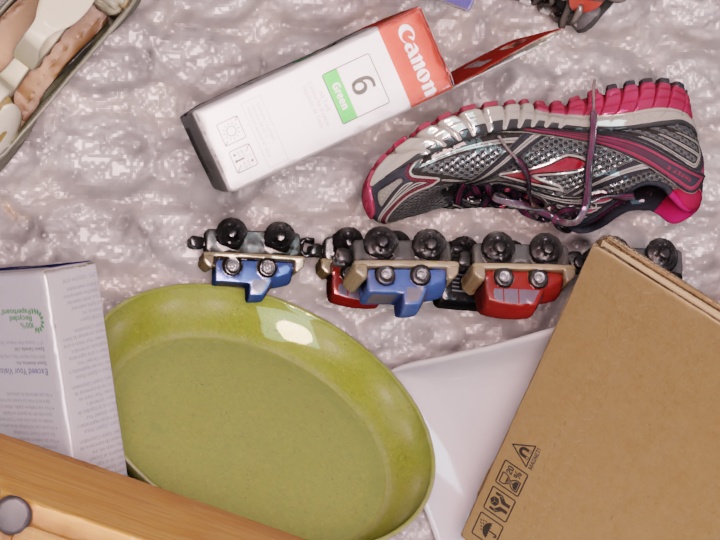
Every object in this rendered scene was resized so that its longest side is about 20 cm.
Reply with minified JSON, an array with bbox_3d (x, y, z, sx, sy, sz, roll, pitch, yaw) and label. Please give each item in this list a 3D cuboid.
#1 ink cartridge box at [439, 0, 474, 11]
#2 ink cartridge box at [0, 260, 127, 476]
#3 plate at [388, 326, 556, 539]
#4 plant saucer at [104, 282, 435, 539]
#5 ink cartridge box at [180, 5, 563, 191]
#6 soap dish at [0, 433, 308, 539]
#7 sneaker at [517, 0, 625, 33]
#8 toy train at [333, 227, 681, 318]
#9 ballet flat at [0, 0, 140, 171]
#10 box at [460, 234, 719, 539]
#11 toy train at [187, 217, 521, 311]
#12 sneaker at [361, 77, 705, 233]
[{"bbox_3d":[0.003,-0.266,1.031,0.198,0.047,0.199,22,89,19],"label":"ink cartridge box"},{"bbox_3d":[-0.195,0.099,0.995,0.040,0.198,0.202,-10,96,-45],"label":"ink cartridge box"},{"bbox_3d":[0.125,0.126,1.071,0.198,0.032,0.202,-17,97,35],"label":"plate"},{"bbox_3d":[-0.056,0.084,1.024,0.198,0.201,0.031,21,123,-10],"label":"plant saucer"},{"bbox_3d":[0.003,-0.106,1.045,0.199,0.109,0.051,-26,97,-6],"label":"ink cartridge box"},{"bbox_3d":[-0.103,0.181,0.869,0.198,0.081,0.159,20,90,-6],"label":"soap dish"},{"bbox_3d":[0.107,-0.171,1.077,0.198,0.077,0.083,-9,102,-7],"label":"sneaker"},{"bbox_3d":[0.083,0.005,1.057,0.198,0.034,0.046,2,74,-12],"label":"toy train"},{"bbox_3d":[-0.190,-0.112,1.039,0.067,0.064,0.200,41,87,-9],"label":"ballet flat"},{"bbox_3d":[0.155,0.107,1.013,0.163,0.021,0.201,33,119,20],"label":"box"},{"bbox_3d":[0.000,0.000,1.087,0.198,0.034,0.046,4,84,-9],"label":"toy train"},{"bbox_3d":[0.098,-0.054,1.070,0.198,0.081,0.075,-10,76,-8],"label":"sneaker"}]
